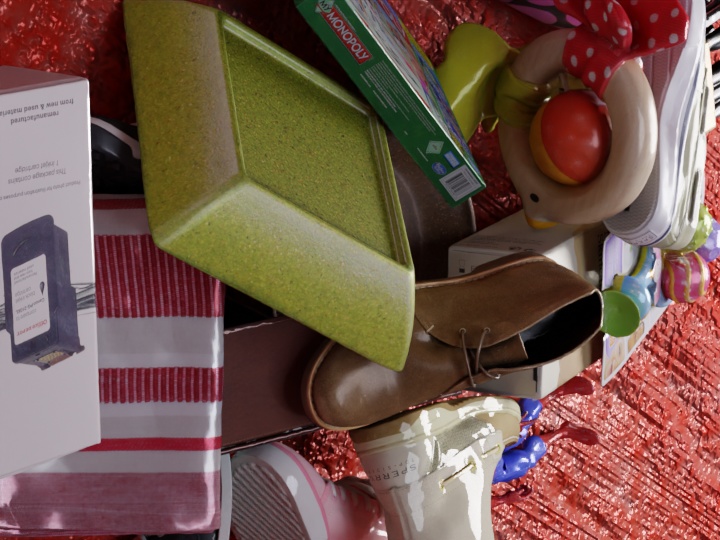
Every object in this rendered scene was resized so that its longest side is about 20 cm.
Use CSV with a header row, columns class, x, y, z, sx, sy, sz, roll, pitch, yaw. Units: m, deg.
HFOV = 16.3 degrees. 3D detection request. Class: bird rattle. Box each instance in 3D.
class,x,y,z,sx,sy,sz,roll,pitch,yaw
bird rattle,0.146,-0.114,1.665,0.113,0.200,0.164,-10,83,-51

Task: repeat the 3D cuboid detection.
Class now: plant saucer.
class,x,y,z,sx,sy,sz,roll,pitch,yaw
plant saucer,0.000,0.000,1.650,0.200,0.037,0.201,-15,110,-47
plant saucer,-0.042,-0.062,1.467,0.200,0.048,0.200,29,35,-37

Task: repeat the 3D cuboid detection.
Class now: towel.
class,x,y,z,sx,sy,sz,roll,pitch,yaw
towel,-0.149,0.056,1.444,0.144,0.023,0.201,-1,101,-11

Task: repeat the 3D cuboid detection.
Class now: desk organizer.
class,x,y,z,sx,sy,sz,roll,pitch,yaw
desk organizer,-0.040,0.052,1.544,0.200,0.072,0.077,-12,109,-29

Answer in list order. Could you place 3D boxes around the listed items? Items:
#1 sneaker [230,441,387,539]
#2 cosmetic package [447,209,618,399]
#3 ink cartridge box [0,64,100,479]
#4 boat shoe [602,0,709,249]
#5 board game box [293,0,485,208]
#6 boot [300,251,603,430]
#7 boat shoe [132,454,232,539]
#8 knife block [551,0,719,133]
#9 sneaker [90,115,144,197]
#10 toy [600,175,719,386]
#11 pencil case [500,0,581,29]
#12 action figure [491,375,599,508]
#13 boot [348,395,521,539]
class,x,y,z,sx,sy,sz,roll,pitch,yaw
sneaker,-0.023,0.153,1.624,0.105,0.075,0.201,-50,144,-28
cosmetic package,0.135,0.012,1.747,0.200,0.071,0.106,-28,121,-57
ink cartridge box,-0.215,-0.005,1.321,0.084,0.145,0.201,-15,110,-46
boat shoe,0.203,-0.111,1.705,0.062,0.072,0.201,21,75,-49
board game box,0.005,-0.145,1.560,0.029,0.135,0.200,-30,133,11
boot,0.057,0.044,1.517,0.200,0.075,0.074,-24,114,-24
boat shoe,-0.115,0.190,1.540,0.060,0.076,0.201,6,78,-11
knife block,0.218,-0.118,1.848,0.175,0.064,0.201,33,74,-47
sneaker,-0.114,-0.065,1.500,0.200,0.072,0.083,27,55,-49
toy,0.222,-0.010,1.774,0.200,0.047,0.115,-41,136,-50
pencil case,0.128,-0.222,1.711,0.200,0.091,0.094,24,57,-51
action figure,0.098,0.133,1.787,0.200,0.052,0.066,-25,121,-40
boot,0.064,0.162,1.625,0.200,0.072,0.155,-3,77,-66
